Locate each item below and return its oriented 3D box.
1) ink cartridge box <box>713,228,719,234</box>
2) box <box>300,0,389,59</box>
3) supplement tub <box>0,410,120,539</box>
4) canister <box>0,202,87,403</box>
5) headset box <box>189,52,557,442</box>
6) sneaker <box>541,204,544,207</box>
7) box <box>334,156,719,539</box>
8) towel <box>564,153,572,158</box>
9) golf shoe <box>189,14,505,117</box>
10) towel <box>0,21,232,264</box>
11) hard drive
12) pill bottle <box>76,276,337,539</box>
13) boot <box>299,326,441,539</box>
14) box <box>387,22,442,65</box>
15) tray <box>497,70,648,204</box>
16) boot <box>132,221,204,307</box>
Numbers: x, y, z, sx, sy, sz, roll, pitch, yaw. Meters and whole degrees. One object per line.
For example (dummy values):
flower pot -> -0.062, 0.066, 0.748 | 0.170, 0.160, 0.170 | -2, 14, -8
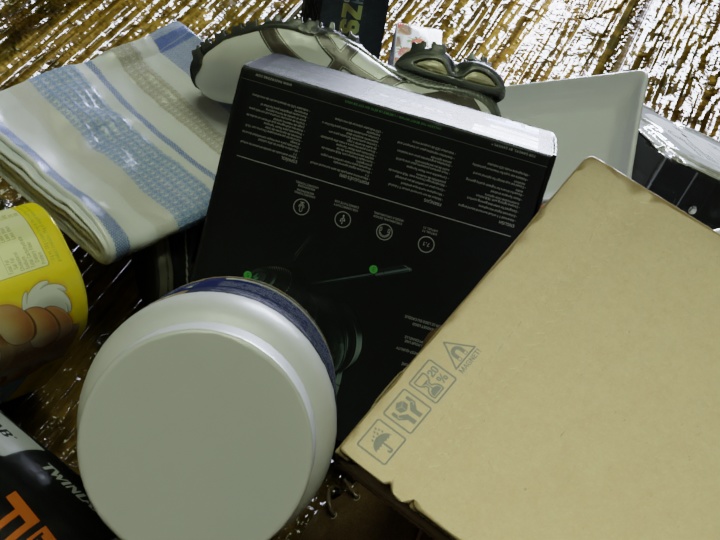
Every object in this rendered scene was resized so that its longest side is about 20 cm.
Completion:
ink cartridge box -> 0.198, 0.088, 0.728 | 0.067, 0.201, 0.117 | -16, 46, -3
box -> -0.009, -0.223, 0.989 | 0.051, 0.159, 0.200 | 6, 23, -8
supplement tub -> -0.154, 0.150, 0.609 | 0.199, 0.123, 0.122 | 33, 45, 21
canister -> -0.252, 0.045, 0.683 | 0.199, 0.149, 0.087 | -21, 77, -34
headset box -> 0.000, 0.000, 0.760 | 0.173, 0.201, 0.093 | 16, 14, 4
sneaker -> 0.112, 0.009, 0.884 | 0.199, 0.076, 0.093 | -11, 75, -38
box -> 0.112, 0.058, 0.602 | 0.163, 0.021, 0.200 | 35, 65, 18
towel -> 0.226, -0.036, 0.918 | 0.152, 0.023, 0.200 | 36, 18, 21
golf shoe -> -0.013, -0.096, 0.829 | 0.198, 0.078, 0.095 | 8, 68, 4
towel -> -0.132, -0.086, 0.833 | 0.147, 0.024, 0.200 | 40, 44, 18
hard drive -> 0.240, -0.057, 0.905 | 0.199, 0.038, 0.140 | 20, 20, -24
pill bottle -> -0.067, 0.065, 0.624 | 0.115, 0.117, 0.200 | 11, 2, -3
boot -> 0.010, 0.116, 0.674 | 0.075, 0.074, 0.201 | 13, 76, 12
box -> 0.037, -0.114, 1.008 | 0.038, 0.042, 0.201 | 9, 41, -4
tray -> 0.083, -0.074, 0.863 | 0.199, 0.022, 0.108 | -3, 50, 27
boot -> -0.072, -0.051, 0.889 | 0.153, 0.074, 0.204 | 5, 44, -13
